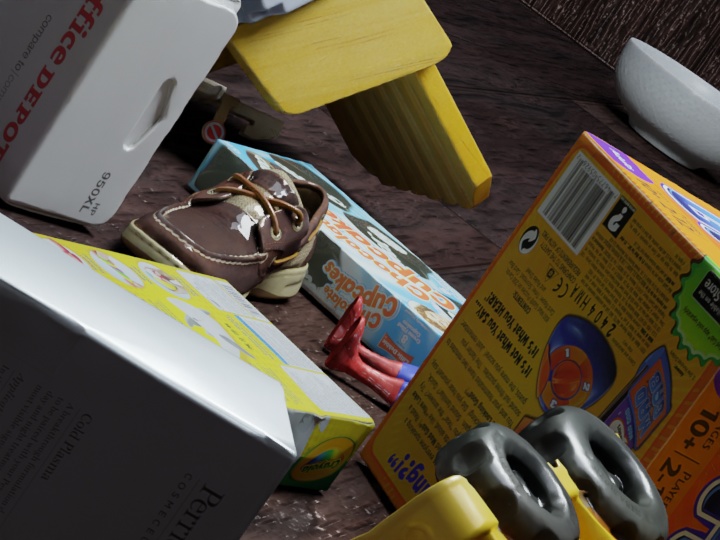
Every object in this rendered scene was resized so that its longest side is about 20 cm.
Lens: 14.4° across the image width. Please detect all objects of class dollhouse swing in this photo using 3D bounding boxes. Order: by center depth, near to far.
[{"bbox_3d":[-0.041,-0.105,1.834,0.181,0.177,0.200,-22,20,-24],"label":"dollhouse swing"}]

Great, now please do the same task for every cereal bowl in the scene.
[{"bbox_3d":[0.366,-0.175,3.255,0.199,0.084,0.200,34,13,-9],"label":"cereal bowl"}]

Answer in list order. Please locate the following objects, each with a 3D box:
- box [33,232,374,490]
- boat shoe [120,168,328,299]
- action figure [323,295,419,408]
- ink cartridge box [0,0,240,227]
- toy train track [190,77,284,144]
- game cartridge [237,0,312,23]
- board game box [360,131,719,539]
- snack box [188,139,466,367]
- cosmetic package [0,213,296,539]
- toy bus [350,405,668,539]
[{"bbox_3d":[-0.088,0.042,1.275,0.117,0.048,0.200,42,11,28],"label":"box"},{"bbox_3d":[-0.064,-0.026,1.531,0.072,0.072,0.200,38,12,16],"label":"boat shoe"},{"bbox_3d":[0.088,0.065,1.555,0.199,0.099,0.065,36,13,-10],"label":"action figure"},{"bbox_3d":[-0.178,-0.140,1.485,0.200,0.145,0.084,42,15,31],"label":"ink cartridge box"},{"bbox_3d":[-0.144,-0.117,1.753,0.199,0.033,0.115,25,-4,-9],"label":"toy train track"},{"bbox_3d":[-0.090,-0.185,1.773,0.199,0.041,0.133,2,19,41],"label":"game cartridge"},{"bbox_3d":[0.159,0.095,1.368,0.199,0.200,0.200,29,13,-31],"label":"board game box"},{"bbox_3d":[0.000,0.000,1.693,0.200,0.037,0.116,41,14,26],"label":"snack box"},{"bbox_3d":[-0.131,0.075,0.654,0.150,0.201,0.052,33,13,-14],"label":"cosmetic package"},{"bbox_3d":[0.070,0.166,1.080,0.193,0.136,0.200,55,19,14],"label":"toy bus"}]
